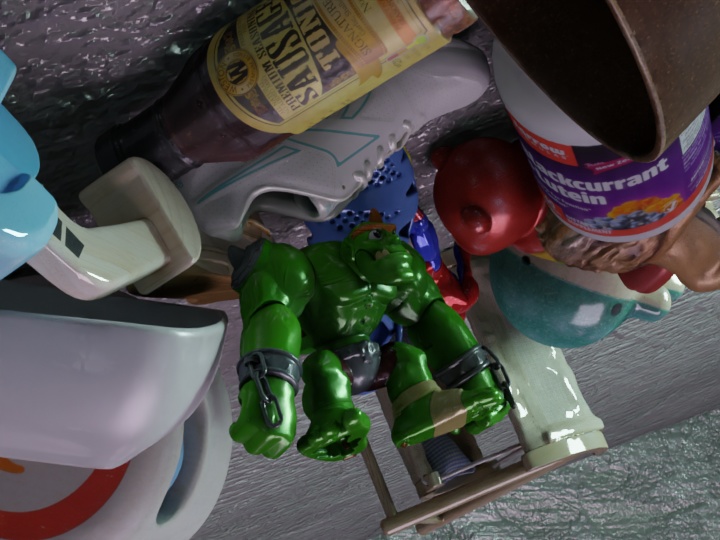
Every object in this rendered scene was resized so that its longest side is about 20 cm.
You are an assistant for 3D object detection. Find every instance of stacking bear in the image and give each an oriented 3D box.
[{"bbox_3d":[0.138,-0.053,0.945,0.198,0.122,0.114,-2,148,-33],"label":"stacking bear"}]

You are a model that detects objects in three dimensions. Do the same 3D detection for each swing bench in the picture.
[{"bbox_3d":[0.086,0.101,1.173,0.198,0.201,0.130,-27,163,11],"label":"swing bench"}]

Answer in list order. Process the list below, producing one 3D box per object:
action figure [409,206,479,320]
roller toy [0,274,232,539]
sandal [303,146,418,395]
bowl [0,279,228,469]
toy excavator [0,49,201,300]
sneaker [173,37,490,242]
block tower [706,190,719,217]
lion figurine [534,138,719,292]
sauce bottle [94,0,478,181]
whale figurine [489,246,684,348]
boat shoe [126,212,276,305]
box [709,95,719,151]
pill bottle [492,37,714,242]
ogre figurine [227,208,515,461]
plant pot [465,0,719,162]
[{"bbox_3d":[0.034,-0.030,0.964,0.065,0.100,0.200,-23,141,9],"label":"action figure"},{"bbox_3d":[-0.183,0.097,0.834,0.182,0.201,0.140,-35,163,4],"label":"roller toy"},{"bbox_3d":[0.000,0.000,0.836,0.078,0.087,0.202,-4,126,-3],"label":"sandal"},{"bbox_3d":[-0.169,0.047,0.673,0.197,0.076,0.200,7,180,-1],"label":"bowl"},{"bbox_3d":[-0.154,-0.027,0.545,0.099,0.195,0.200,-29,118,21],"label":"toy excavator"},{"bbox_3d":[-0.012,-0.070,0.734,0.198,0.081,0.071,-20,161,-17],"label":"sneaker"},{"bbox_3d":[0.247,-0.025,1.257,0.057,0.054,0.200,-8,157,-40],"label":"block tower"},{"bbox_3d":[0.216,-0.024,0.888,0.199,0.073,0.123,28,116,-32],"label":"lion figurine"},{"bbox_3d":[-0.040,-0.095,0.642,0.199,0.067,0.066,-32,162,18],"label":"sauce bottle"},{"bbox_3d":[0.189,0.012,1.120,0.199,0.159,0.105,7,110,-50],"label":"whale figurine"},{"bbox_3d":[-0.085,-0.019,0.802,0.073,0.070,0.200,-10,174,10],"label":"boat shoe"},{"bbox_3d":[0.279,-0.156,0.868,0.140,0.080,0.200,-20,163,-21],"label":"box"},{"bbox_3d":[0.135,-0.104,0.746,0.110,0.112,0.200,-25,152,8],"label":"pill bottle"},{"bbox_3d":[-0.003,0.038,0.729,0.198,0.121,0.098,-11,157,-29],"label":"ogre figurine"},{"bbox_3d":[0.122,-0.175,0.470,0.199,0.188,0.187,-38,163,0],"label":"plant pot"}]
